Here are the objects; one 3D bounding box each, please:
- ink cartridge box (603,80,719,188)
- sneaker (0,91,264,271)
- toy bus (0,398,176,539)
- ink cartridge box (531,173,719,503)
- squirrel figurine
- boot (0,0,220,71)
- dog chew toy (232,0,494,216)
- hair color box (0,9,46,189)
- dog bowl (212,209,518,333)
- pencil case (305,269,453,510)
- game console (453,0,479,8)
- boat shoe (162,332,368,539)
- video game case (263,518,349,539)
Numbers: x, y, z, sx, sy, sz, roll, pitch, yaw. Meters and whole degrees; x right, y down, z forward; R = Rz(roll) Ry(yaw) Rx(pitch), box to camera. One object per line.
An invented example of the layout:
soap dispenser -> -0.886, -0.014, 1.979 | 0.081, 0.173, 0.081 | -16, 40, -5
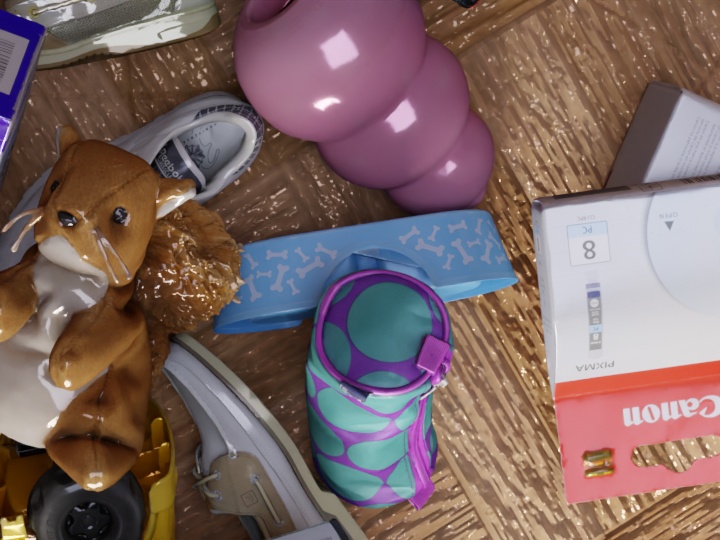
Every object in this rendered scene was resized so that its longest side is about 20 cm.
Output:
ink cartridge box -> 0.260, -0.019, 1.748 | 0.199, 0.083, 0.146 | 23, 94, -12
sneaker -> -0.149, -0.046, 1.675 | 0.200, 0.081, 0.077 | -37, 104, -2
toy bus -> -0.211, 0.187, 1.673 | 0.199, 0.136, 0.193 | -8, 116, -9
ink cartridge box -> 0.198, 0.044, 1.681 | 0.159, 0.047, 0.201 | -8, 98, -6
squirrel figurine -> -0.159, 0.005, 1.586 | 0.141, 0.200, 0.188 | 22, 111, 20
boot -> -0.196, -0.204, 1.649 | 0.199, 0.072, 0.156 | -13, 100, -13
dog chew toy -> 0.011, -0.110, 1.677 | 0.125, 0.125, 0.200 | -45, 119, -2
hair color box -> -0.249, -0.049, 1.596 | 0.064, 0.110, 0.201 | 19, 126, -7
dog bowl -> 0.000, 0.000, 1.696 | 0.199, 0.111, 0.050 | -8, 83, -8
pencil case -> 0.012, 0.079, 1.661 | 0.092, 0.200, 0.085 | 34, 69, 14
game console -> 0.029, -0.283, 1.618 | 0.200, 0.031, 0.178 | 43, 49, -40
boat shoe -> -0.073, 0.131, 1.714 | 0.068, 0.075, 0.200 | -40, 103, -8
video game case -> -0.117, 0.238, 1.643 | 0.180, 0.200, 0.026 | -13, 58, -39
